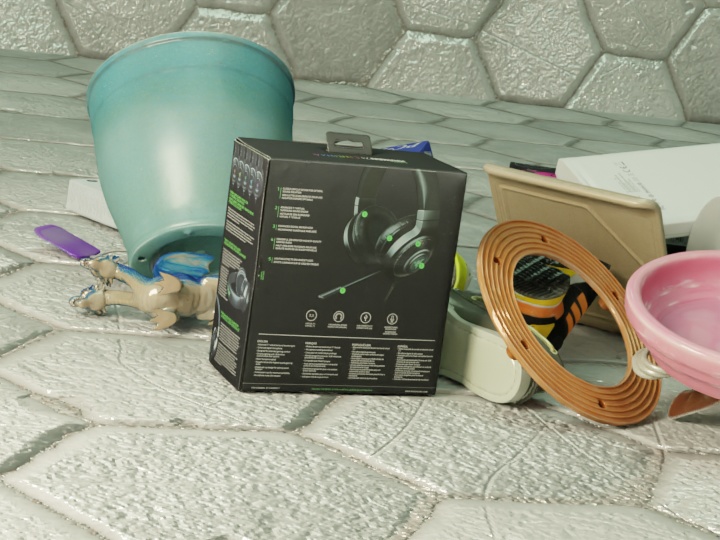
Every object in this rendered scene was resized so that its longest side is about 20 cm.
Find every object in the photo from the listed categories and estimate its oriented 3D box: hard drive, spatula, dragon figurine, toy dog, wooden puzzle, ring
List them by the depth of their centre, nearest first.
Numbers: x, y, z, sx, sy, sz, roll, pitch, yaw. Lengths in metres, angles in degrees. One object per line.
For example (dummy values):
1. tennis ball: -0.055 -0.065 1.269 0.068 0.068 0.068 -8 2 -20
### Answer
1. ring: 0.170 0.044 1.476 0.200 0.019 0.201 29 39 -26
2. toy dog: 0.301 0.093 1.492 0.131 0.097 0.200 14 28 18
3. dragon figurine: -0.151 0.018 1.564 0.199 0.059 0.099 1 14 -24
4. wooden puzzle: 0.216 -0.017 1.714 0.184 0.201 0.037 16 52 34
5. spatula: -0.230 -0.015 1.764 0.199 0.021 0.056 12 11 18
6. hard drive: 0.314 -0.080 1.806 0.199 0.026 0.132 -6 37 -23

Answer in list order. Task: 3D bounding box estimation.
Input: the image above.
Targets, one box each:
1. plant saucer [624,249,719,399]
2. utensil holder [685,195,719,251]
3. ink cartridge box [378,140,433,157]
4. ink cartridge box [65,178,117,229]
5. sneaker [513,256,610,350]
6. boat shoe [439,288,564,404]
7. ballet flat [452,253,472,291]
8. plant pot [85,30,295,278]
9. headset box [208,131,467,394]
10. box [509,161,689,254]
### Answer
1. plant saucer: 0.306 0.049 1.417 0.199 0.051 0.201 5 27 -3
2. utensil holder: 0.430 0.012 1.713 0.199 0.171 0.170 2 13 -11
3. ink cartridge box: -0.031 -0.082 1.774 0.199 0.044 0.094 -8 17 18
4. ink cartridge box: -0.194 -0.066 1.980 0.199 0.041 0.200 -2 15 -37
5. sneaker: 0.165 0.034 1.611 0.070 0.090 0.200 21 17 18
6. boat shoe: 0.091 0.056 1.517 0.060 0.072 0.201 -2 21 -36
7. ballet flat: 0.074 -0.001 1.808 0.067 0.067 0.200 21 4 -25
8. plant pot: -0.151 -0.086 1.656 0.199 0.189 0.200 -5 -31 -3
9. headset box: -0.020 -0.009 1.435 0.173 0.201 0.093 2 13 -23
10. box: 0.248 -0.032 1.881 0.199 0.133 0.115 7 13 -4
